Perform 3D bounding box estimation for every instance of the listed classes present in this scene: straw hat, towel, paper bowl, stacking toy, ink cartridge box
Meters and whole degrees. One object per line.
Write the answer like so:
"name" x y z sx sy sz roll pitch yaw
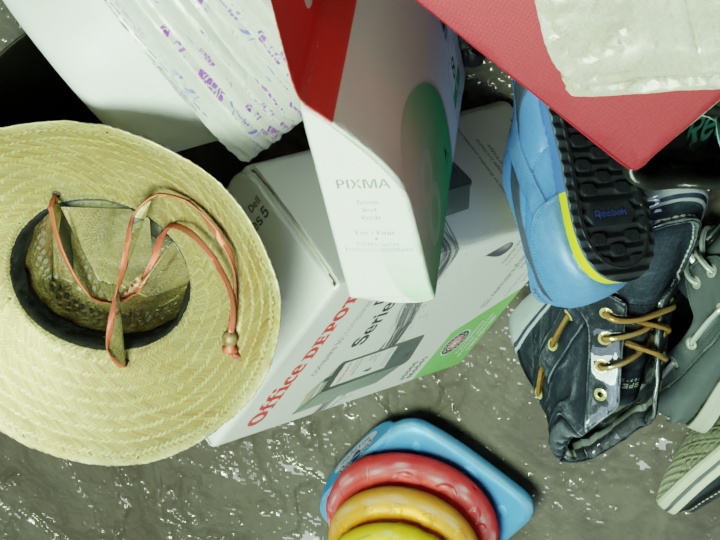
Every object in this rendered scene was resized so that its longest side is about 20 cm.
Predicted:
"straw hat" -0.120 -0.006 1.255 0.200 0.085 0.202 8 121 14
"towel" 0.130 -0.163 1.073 0.132 0.035 0.200 -2 126 16
"paper bowl" -0.107 -0.137 1.242 0.104 0.201 0.201 -39 111 3
"stacking toy" 0.016 0.194 1.501 0.110 0.200 0.116 35 130 -11
"ink cartridge box" 0.000 0.000 1.350 0.084 0.200 0.146 54 133 19
"ink cartridge box" 0.008 -0.109 1.201 0.050 0.161 0.200 0 137 11

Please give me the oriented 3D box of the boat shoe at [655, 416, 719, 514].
"boat shoe" 0.244 0.086 1.428 0.062 0.075 0.200 43 122 -10

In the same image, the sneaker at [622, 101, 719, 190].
"sneaker" 0.216 -0.067 1.213 0.200 0.079 0.076 -8 111 34

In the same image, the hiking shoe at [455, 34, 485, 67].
"hiking shoe" -0.015 -0.172 1.306 0.100 0.076 0.200 -18 120 25

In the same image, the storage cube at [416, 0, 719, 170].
"storage cube" 0.127 -0.190 1.185 0.180 0.171 0.200 37 128 -14

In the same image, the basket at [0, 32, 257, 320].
"basket" -0.124 -0.028 1.411 0.136 0.180 0.200 31 146 31

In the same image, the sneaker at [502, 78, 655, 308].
"sneaker" 0.095 -0.080 1.299 0.066 0.201 0.078 -1 169 -33

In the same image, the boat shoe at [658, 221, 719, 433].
"boat shoe" 0.193 0.011 1.386 0.062 0.073 0.200 20 137 1

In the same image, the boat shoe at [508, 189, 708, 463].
"boat shoe" 0.144 0.026 1.371 0.071 0.091 0.200 -7 154 -21
